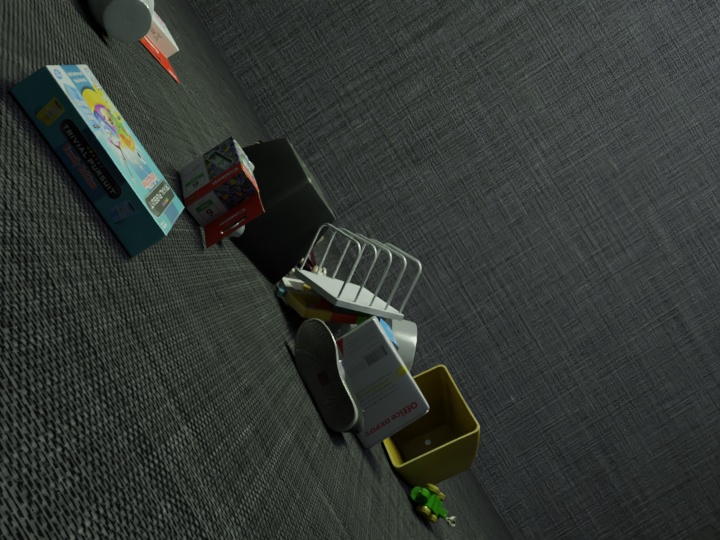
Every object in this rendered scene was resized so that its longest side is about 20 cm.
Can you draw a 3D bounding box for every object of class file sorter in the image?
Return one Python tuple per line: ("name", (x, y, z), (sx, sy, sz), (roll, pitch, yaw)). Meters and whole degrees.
("file sorter", (0.000, 0.000, 1.411), (0.199, 0.125, 0.138), (16, 12, -47))

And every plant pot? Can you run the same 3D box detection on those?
("plant pot", (0.151, 0.372, 1.620), (0.201, 0.198, 0.177), (-118, -173, -48))
("plant pot", (-0.166, -0.131, 1.395), (0.200, 0.176, 0.200), (61, 4, 36))

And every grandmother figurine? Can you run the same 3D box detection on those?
("grandmother figurine", (-0.152, -0.046, 1.915), (0.201, 0.060, 0.122), (61, 30, -20))

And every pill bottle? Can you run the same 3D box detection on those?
("pill bottle", (-0.426, -0.487, 1.266), (0.201, 0.110, 0.111), (61, 4, 38))

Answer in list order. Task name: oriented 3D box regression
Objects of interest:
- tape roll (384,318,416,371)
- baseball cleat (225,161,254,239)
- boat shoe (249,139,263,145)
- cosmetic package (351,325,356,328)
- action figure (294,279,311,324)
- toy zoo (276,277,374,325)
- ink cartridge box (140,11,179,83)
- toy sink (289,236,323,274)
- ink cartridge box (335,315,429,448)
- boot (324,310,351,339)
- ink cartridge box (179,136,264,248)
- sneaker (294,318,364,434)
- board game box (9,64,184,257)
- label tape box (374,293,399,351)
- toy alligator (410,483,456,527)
("tape roll", (0.075, 0.215, 1.739), (0.066, 0.202, 0.200), (15, 10, -6))
("baseball cleat", (-0.222, -0.139, 1.234), (0.070, 0.106, 0.200), (37, 12, -41))
("boat shoe", (-0.316, -0.385, 2.315), (0.074, 0.074, 0.200), (58, 2, -11))
("cosmetic package", (-0.043, 0.125, 1.814), (0.201, 0.071, 0.101), (60, 3, 5))
("action figure", (-0.114, 0.063, 1.511), (0.065, 0.052, 0.200), (40, 9, -25))
("toy zoo", (-0.078, 0.061, 1.429), (0.199, 0.021, 0.131), (10, 22, -34))
("ink cartridge box", (-0.479, -0.551, 1.657), (0.174, 0.043, 0.200), (59, 3, 19))
("toy sink", (-0.170, -0.112, 1.697), (0.131, 0.111, 0.201), (55, 5, -38))
("ink cartridge box", (0.018, 0.209, 1.362), (0.201, 0.144, 0.083), (59, 2, 0))
("boot", (-0.046, 0.176, 1.503), (0.201, 0.073, 0.096), (74, 21, -48))
("ink cartridge box", (-0.219, -0.127, 1.124), (0.051, 0.108, 0.200), (56, 4, -36))
("sneaker", (-0.053, 0.186, 1.227), (0.106, 0.074, 0.201), (62, 7, -67))
("board game box", (-0.278, -0.127, 0.794), (0.201, 0.047, 0.151), (58, 4, -17))
("label tape box", (0.038, 0.170, 1.602), (0.063, 0.202, 0.144), (16, 11, -9))
("toy alligator", (0.147, 0.497, 1.522), (0.054, 0.060, 0.200), (10, -29, 34))
